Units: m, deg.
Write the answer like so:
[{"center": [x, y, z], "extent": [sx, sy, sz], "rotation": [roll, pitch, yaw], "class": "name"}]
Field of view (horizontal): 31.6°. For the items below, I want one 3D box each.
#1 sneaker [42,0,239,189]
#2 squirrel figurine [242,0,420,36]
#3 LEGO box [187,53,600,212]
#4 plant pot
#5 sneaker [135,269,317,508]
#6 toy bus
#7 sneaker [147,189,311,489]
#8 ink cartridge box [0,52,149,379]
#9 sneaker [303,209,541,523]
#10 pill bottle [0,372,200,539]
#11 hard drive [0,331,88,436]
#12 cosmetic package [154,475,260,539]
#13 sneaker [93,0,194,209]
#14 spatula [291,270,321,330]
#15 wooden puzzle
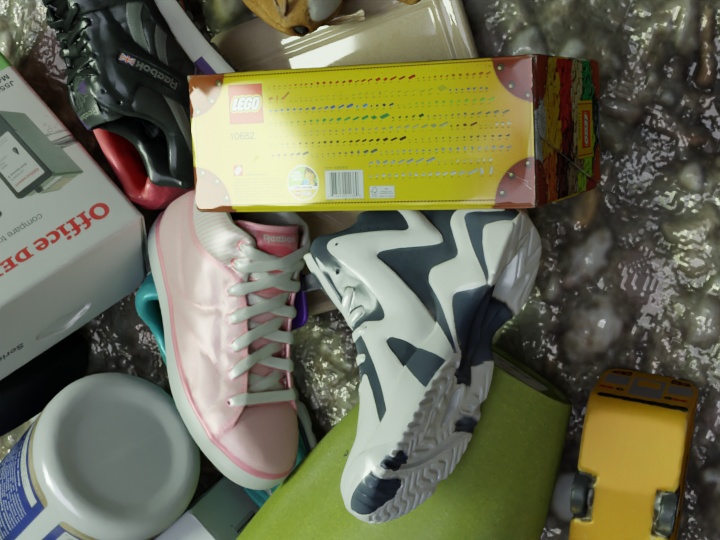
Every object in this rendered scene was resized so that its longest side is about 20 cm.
[{"center": [-0.152, -0.136, 0.776], "extent": [0.200, 0.088, 0.075], "rotation": [46, 149, -21], "class": "sneaker"}, {"center": [-0.016, -0.245, 0.764], "extent": [0.186, 0.141, 0.202], "rotation": [-34, 73, 36], "class": "squirrel figurine"}, {"center": [0.024, -0.078, 0.724], "extent": [0.198, 0.149, 0.078], "rotation": [0, 98, 22], "class": "LEGO box"}, {"center": [0.043, 0.144, 0.808], "extent": [0.186, 0.187, 0.201], "rotation": [32, 96, 12], "class": "plant pot"}, {"center": [-0.098, 0.087, 0.888], "extent": [0.077, 0.080, 0.201], "rotation": [-29, 92, 24], "class": "sneaker"}, {"center": [0.166, 0.171, 0.804], "extent": [0.064, 0.078, 0.202], "rotation": [9, 106, 18], "class": "toy bus"}, {"center": [-0.071, 0.029, 0.800], "extent": [0.104, 0.075, 0.202], "rotation": [-36, 64, 41], "class": "sneaker"}, {"center": [-0.258, -0.045, 0.857], "extent": [0.200, 0.145, 0.084], "rotation": [46, 154, 19], "class": "ink cartridge box"}, {"center": [0.009, 0.039, 0.740], "extent": [0.129, 0.079, 0.201], "rotation": [16, 75, 32], "class": "sneaker"}, {"center": [-0.201, 0.160, 0.900], "extent": [0.116, 0.115, 0.200], "rotation": [52, 139, 3], "class": "pill bottle"}, {"center": [-0.281, 0.054, 0.885], "extent": [0.135, 0.200, 0.042], "rotation": [40, 112, 7], "class": "hard drive"}, {"center": [-0.136, 0.254, 0.943], "extent": [0.113, 0.081, 0.200], "rotation": [47, 114, 3], "class": "cosmetic package"}, {"center": [-0.152, -0.135, 0.852], "extent": [0.073, 0.087, 0.202], "rotation": [-16, 96, 23], "class": "sneaker"}, {"center": [0.000, 0.000, 0.817], "extent": [0.198, 0.021, 0.057], "rotation": [-15, 82, 23], "class": "spatula"}, {"center": [0.004, -0.085, 0.834], "extent": [0.183, 0.037, 0.202], "rotation": [-15, 92, 25], "class": "wooden puzzle"}]
